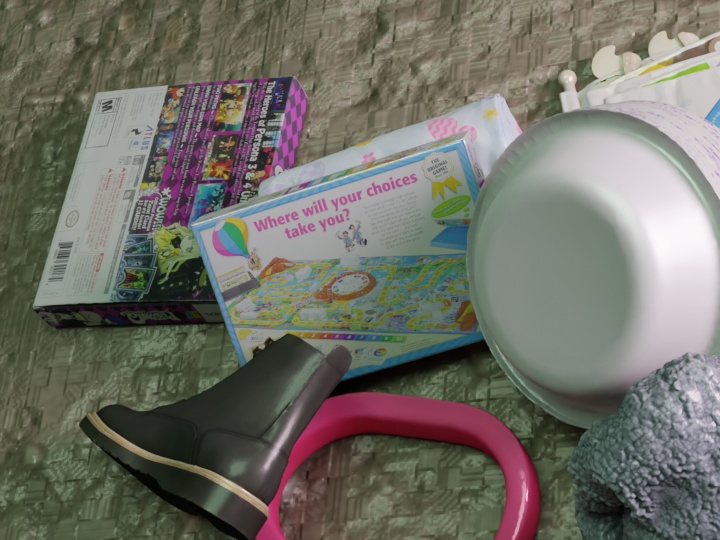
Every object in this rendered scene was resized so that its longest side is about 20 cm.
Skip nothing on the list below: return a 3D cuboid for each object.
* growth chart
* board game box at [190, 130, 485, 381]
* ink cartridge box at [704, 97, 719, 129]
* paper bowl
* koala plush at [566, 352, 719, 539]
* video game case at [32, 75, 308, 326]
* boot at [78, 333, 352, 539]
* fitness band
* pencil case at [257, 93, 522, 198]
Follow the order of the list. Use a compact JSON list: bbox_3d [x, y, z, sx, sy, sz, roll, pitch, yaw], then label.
[{"bbox_3d":[0.234,-0.112,1.318,0.198,0.018,0.146,-11,55,18],"label":"growth chart"},{"bbox_3d":[0.000,0.000,1.288,0.198,0.135,0.034,-16,10,14],"label":"board game box"},{"bbox_3d":[0.283,-0.016,1.189,0.199,0.068,0.116,34,84,34],"label":"ink cartridge box"},{"bbox_3d":[0.150,-0.001,1.162,0.200,0.104,0.203,9,103,41],"label":"paper bowl"},{"bbox_3d":[0.225,0.158,1.062,0.177,0.184,0.201,-31,63,4],"label":"koala plush"},{"bbox_3d":[-0.143,-0.053,1.443,0.180,0.036,0.201,-3,58,23],"label":"video game case"},{"bbox_3d":[-0.095,0.093,1.284,0.199,0.077,0.139,20,72,47],"label":"boot"},{"bbox_3d":[0.019,0.149,1.235,0.198,0.037,0.145,5,61,27],"label":"fitness band"},{"bbox_3d":[0.026,-0.051,1.334,0.199,0.083,0.091,-21,70,12],"label":"pencil case"}]
